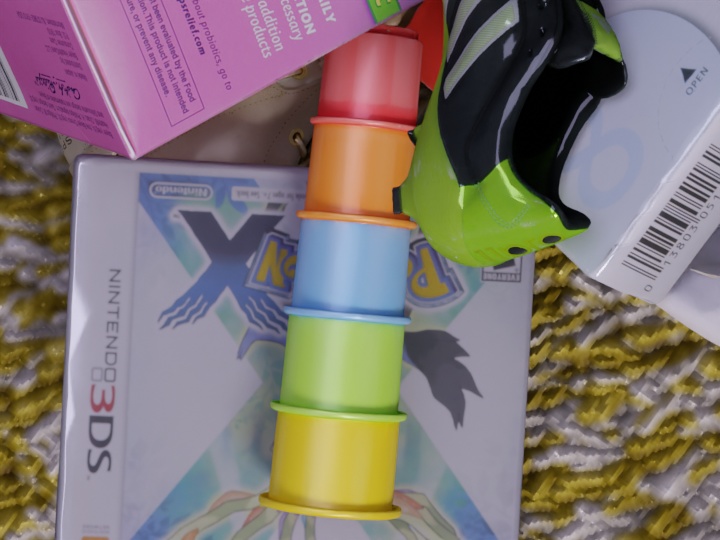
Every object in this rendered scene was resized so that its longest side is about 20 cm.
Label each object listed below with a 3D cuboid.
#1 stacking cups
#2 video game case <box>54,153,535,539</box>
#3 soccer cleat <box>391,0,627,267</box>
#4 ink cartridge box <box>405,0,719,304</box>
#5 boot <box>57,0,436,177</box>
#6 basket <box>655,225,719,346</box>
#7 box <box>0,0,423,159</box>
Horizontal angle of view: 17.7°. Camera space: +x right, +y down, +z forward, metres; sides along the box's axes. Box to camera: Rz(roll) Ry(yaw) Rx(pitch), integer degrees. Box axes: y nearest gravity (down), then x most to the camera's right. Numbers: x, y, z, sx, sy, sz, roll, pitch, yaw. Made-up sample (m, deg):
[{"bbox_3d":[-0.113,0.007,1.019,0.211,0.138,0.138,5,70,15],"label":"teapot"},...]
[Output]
[{"bbox_3d":[0.000,0.000,0.949,0.060,0.060,0.201,8,92,17],"label":"stacking cups"},{"bbox_3d":[-0.027,0.047,0.989,0.199,0.022,0.183,3,93,-8],"label":"video game case"},{"bbox_3d":[0.062,-0.099,0.863,0.081,0.067,0.201,-7,72,38],"label":"soccer cleat"},{"bbox_3d":[0.094,-0.107,0.901,0.160,0.047,0.200,-55,47,13],"label":"ink cartridge box"},{"bbox_3d":[-0.031,-0.041,1.031,0.199,0.073,0.156,-15,83,6],"label":"boot"},{"bbox_3d":[0.194,-0.061,0.910,0.135,0.123,0.200,38,102,45],"label":"basket"},{"bbox_3d":[-0.065,-0.143,0.954,0.200,0.176,0.097,-32,115,-22],"label":"box"}]
